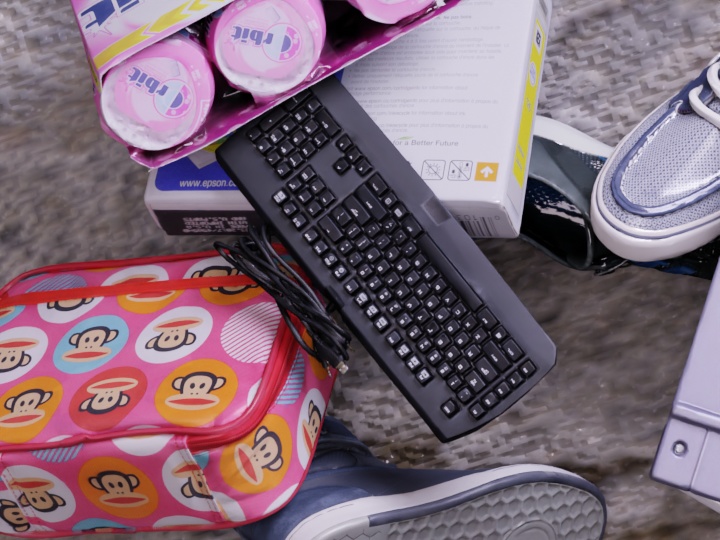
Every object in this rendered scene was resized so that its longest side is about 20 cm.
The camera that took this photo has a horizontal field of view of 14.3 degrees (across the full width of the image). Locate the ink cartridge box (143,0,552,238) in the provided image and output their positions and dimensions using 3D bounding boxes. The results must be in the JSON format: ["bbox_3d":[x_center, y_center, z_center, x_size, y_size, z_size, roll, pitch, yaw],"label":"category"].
[{"bbox_3d":[-0.001,-0.111,1.522,0.196,0.047,0.201,0,58,19],"label":"ink cartridge box"}]

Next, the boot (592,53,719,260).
[{"bbox_3d":[0.193,-0.093,1.448,0.073,0.091,0.200,38,63,24],"label":"boot"}]

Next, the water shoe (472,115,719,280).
[{"bbox_3d":[0.143,-0.020,1.504,0.199,0.079,0.072,15,132,16],"label":"water shoe"}]

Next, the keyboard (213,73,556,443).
[{"bbox_3d":[0.000,0.000,1.427,0.104,0.040,0.200,-42,74,7],"label":"keyboard"}]

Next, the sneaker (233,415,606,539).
[{"bbox_3d":[0.019,0.117,1.536,0.201,0.146,0.077,-2,112,-30],"label":"sneaker"}]

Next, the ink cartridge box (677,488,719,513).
[{"bbox_3d":[0.259,0.116,1.459,0.199,0.145,0.084,30,93,8],"label":"ink cartridge box"}]

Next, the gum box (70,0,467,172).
[{"bbox_3d":[-0.052,-0.139,1.466,0.199,0.114,0.066,-28,119,1],"label":"gum box"}]

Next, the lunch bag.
[{"bbox_3d":[-0.111,0.054,1.515,0.199,0.177,0.082,-6,129,22],"label":"lunch bag"}]

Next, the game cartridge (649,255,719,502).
[{"bbox_3d":[0.230,0.025,1.381,0.129,0.038,0.201,17,88,12],"label":"game cartridge"}]
